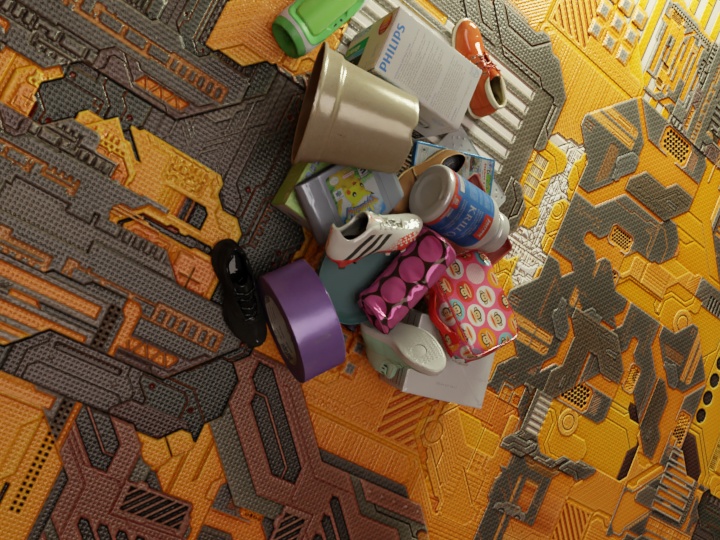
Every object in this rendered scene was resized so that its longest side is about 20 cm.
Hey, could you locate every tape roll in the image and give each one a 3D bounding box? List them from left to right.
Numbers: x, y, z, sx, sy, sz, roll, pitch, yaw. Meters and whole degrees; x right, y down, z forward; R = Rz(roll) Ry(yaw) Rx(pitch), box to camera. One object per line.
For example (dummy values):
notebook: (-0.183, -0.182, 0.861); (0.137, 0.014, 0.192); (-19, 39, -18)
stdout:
tape roll: (-0.107, 0.090, 1.232); (0.083, 0.199, 0.205); (-23, 104, -20)

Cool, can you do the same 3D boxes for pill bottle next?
pill bottle: (0.194, -0.109, 1.312); (0.197, 0.111, 0.115); (24, 84, -36)

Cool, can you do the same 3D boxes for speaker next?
speaker: (-0.067, -0.478, 1.265); (0.200, 0.088, 0.089); (-44, 111, -16)

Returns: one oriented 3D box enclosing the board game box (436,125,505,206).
board game box: (0.190, -0.162, 1.451); (0.200, 0.026, 0.201); (-45, 111, -16)

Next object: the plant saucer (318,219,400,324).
plant saucer: (0.000, 0.000, 1.268); (0.196, 0.027, 0.205); (-18, 122, -31)

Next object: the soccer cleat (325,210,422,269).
soccer cleat: (0.028, -0.069, 1.192); (0.196, 0.069, 0.087); (-20, 137, -24)

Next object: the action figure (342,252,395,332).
action figure: (0.016, 0.017, 1.350); (0.201, 0.069, 0.130); (-48, 127, -5)

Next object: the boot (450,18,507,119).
boot: (0.247, -0.418, 1.412); (0.073, 0.107, 0.205); (-20, 102, -20)

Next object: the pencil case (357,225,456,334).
pencil case: (0.080, 0.015, 1.263); (0.094, 0.091, 0.201); (43, 82, -9)

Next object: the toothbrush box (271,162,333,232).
toothbrush box: (-0.052, -0.170, 1.300); (0.144, 0.086, 0.203); (33, 82, -25)

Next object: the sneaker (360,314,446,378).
sneaker: (0.084, 0.165, 1.307); (0.073, 0.198, 0.120); (-35, 136, -30)

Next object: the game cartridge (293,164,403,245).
game cartridge: (-0.014, -0.137, 1.256); (0.198, 0.040, 0.136); (-33, 114, -22)

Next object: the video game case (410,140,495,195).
video game case: (0.186, -0.173, 1.423); (0.195, 0.018, 0.148); (8, 91, -26)

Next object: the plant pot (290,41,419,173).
plant pot: (-0.006, -0.251, 1.163); (0.179, 0.200, 0.206); (15, 88, -13)

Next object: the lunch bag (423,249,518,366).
lunch bag: (0.202, 0.072, 1.337); (0.173, 0.082, 0.204); (-17, 79, -36)

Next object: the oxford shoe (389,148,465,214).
oxford shoe: (0.125, -0.173, 1.347); (0.199, 0.071, 0.072); (-42, 112, -14)

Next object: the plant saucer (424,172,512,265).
plant saucer: (0.195, -0.064, 1.417); (0.198, 0.037, 0.202); (-38, 119, -8)

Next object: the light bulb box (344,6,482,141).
light bulb box: (0.081, -0.353, 1.285); (0.197, 0.197, 0.127); (28, 81, -24)

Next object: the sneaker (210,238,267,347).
sneaker: (-0.213, 0.046, 1.240); (0.075, 0.090, 0.205); (-24, 106, -22)

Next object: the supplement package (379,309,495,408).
supplement package: (0.161, 0.177, 1.420); (0.196, 0.110, 0.160); (16, 88, -26)
